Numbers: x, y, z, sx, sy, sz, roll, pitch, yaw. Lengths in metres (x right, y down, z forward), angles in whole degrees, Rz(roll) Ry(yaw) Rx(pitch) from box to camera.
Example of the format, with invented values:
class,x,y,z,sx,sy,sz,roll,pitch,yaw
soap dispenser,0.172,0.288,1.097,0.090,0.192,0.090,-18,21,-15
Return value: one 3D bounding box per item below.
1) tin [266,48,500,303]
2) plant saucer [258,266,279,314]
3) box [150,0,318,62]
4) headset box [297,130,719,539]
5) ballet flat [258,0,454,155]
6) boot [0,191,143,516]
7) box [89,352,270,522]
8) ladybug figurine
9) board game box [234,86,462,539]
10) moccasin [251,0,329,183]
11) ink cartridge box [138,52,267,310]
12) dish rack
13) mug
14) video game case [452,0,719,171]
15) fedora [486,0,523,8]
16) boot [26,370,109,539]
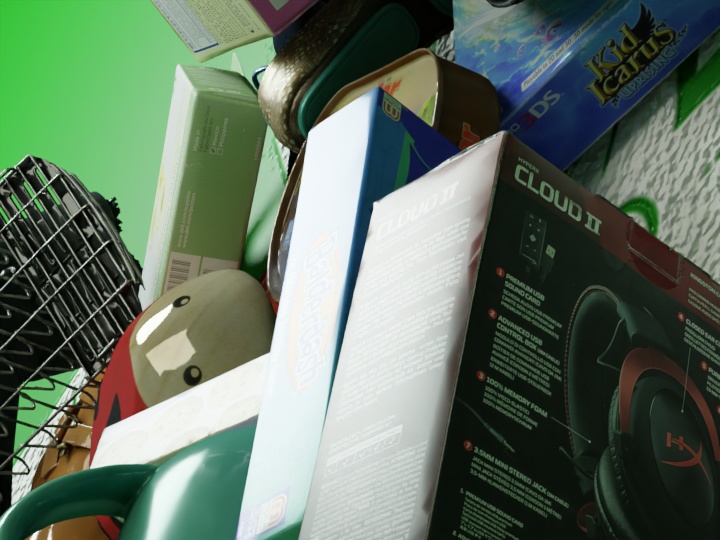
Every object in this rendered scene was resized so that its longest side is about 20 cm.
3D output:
class,x,y,z,sx,sy,sz,roll,pitch,yaw
tin,0.008,-0.037,1.053,0.200,0.042,0.113,167,118,-70
plant saucer,0.000,0.000,1.156,0.201,0.037,0.200,-59,22,7
box,-0.030,-0.205,1.193,0.176,0.097,0.200,-41,11,-11
headset box,0.066,0.063,0.778,0.075,0.148,0.201,-27,41,44
ballet flat,0.018,-0.143,1.182,0.200,0.071,0.065,-45,36,-13
boot,-0.196,0.061,1.399,0.076,0.167,0.202,-29,77,63
box,-0.043,0.065,1.010,0.199,0.039,0.042,-25,38,39
ladybug figurine,-0.092,0.082,1.149,0.201,0.071,0.136,112,151,-46
board game box,0.035,0.051,0.857,0.045,0.152,0.201,-30,38,38
moccasin,-0.024,-0.124,1.311,0.080,0.068,0.201,-41,30,42
ink cartridge box,-0.094,-0.044,1.296,0.200,0.048,0.147,-125,45,-73
dish rack,-0.200,0.043,1.268,0.200,0.054,0.154,-44,63,15
mug,-0.034,0.123,0.888,0.151,0.185,0.115,-20,37,33
video game case,0.119,-0.154,1.043,0.200,0.045,0.182,-43,27,31
fedora,0.077,-0.209,0.979,0.201,0.091,0.201,-53,14,20
boot,-0.142,0.122,1.285,0.156,0.076,0.200,-64,10,4
